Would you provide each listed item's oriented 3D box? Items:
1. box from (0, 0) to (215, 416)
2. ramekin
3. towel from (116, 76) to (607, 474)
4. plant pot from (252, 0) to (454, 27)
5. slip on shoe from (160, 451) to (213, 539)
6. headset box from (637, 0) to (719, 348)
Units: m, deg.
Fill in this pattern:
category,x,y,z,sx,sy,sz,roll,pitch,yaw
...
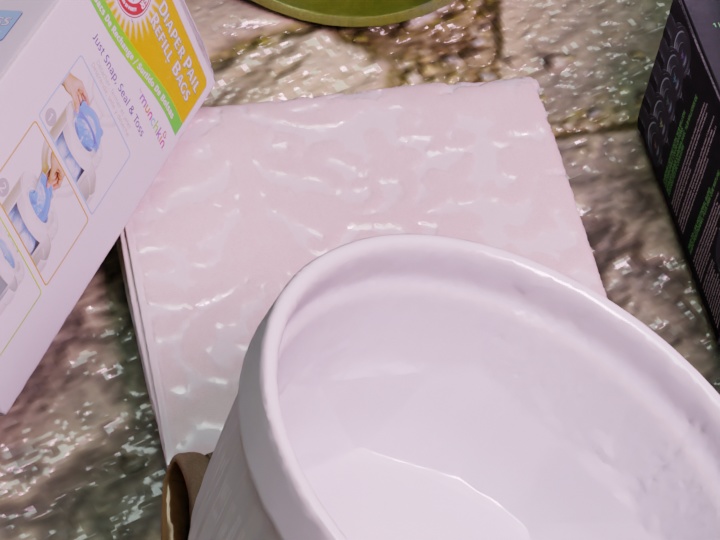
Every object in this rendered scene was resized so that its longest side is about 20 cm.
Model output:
category,x,y,z,sx,sy,sz,roll,pitch,yaw
box,-0.159,-0.052,0.831,0.112,0.101,0.200,5,47,28
ramekin,0.037,0.093,0.698,0.200,0.105,0.200,20,38,-17
towel,0.000,0.000,0.877,0.200,0.032,0.191,-6,54,-11
plant pot,0.012,-0.251,0.989,0.200,0.200,0.193,20,41,8
slip on shoe,-0.055,0.144,0.725,0.061,0.076,0.200,20,48,-9
headset box,0.230,-0.037,0.895,0.174,0.093,0.200,-6,53,-11
